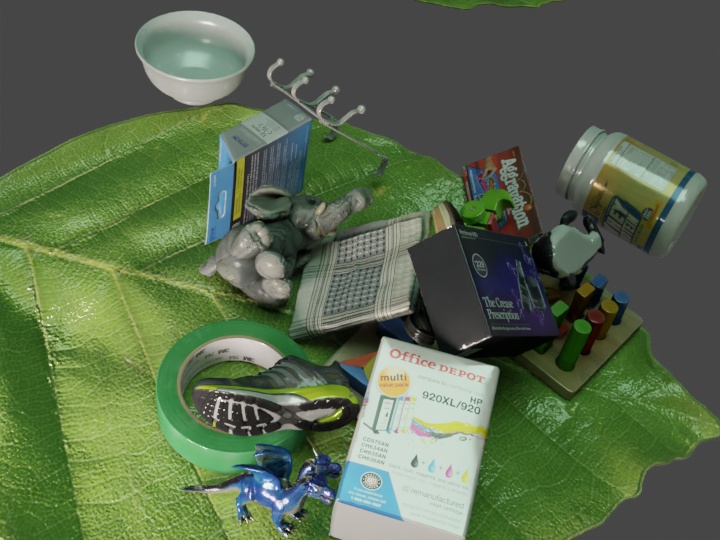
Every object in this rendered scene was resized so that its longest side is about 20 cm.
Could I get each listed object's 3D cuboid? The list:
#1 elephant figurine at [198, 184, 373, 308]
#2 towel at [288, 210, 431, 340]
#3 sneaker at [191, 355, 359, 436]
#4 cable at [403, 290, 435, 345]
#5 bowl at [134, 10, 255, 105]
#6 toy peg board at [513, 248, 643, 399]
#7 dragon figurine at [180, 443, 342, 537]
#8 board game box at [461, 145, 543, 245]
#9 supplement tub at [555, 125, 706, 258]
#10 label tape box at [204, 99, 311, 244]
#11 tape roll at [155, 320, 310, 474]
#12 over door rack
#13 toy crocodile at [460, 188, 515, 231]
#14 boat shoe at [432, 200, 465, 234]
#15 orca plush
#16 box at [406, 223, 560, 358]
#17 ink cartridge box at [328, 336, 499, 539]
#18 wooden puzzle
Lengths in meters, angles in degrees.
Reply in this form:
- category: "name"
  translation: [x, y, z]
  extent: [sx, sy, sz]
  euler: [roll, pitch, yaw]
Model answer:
- category: "elephant figurine"
  translation: [-0.103, -0.054, 1.330]
  extent: [0.154, 0.142, 0.201]
  euler: [35, 55, 2]
- category: "towel"
  translation: [0.000, 0.000, 1.297]
  extent: [0.190, 0.035, 0.202]
  euler: [-15, 38, 26]
- category: "sneaker"
  translation: [-0.102, 0.145, 1.123]
  extent: [0.196, 0.075, 0.082]
  euler: [5, 39, -17]
- category: "cable"
  translation: [0.070, 0.050, 1.297]
  extent: [0.096, 0.051, 0.201]
  euler: [24, 27, -32]
- category: "bowl"
  translation: [-0.279, -0.344, 1.592]
  extent: [0.197, 0.091, 0.203]
  euler: [6, 46, -6]
- category: "toy peg board"
  translation: [0.283, 0.041, 1.335]
  extent: [0.199, 0.099, 0.198]
  euler: [39, 52, 23]
- category: "dragon figurine"
  translation: [-0.108, 0.233, 1.061]
  extent: [0.197, 0.101, 0.059]
  euler: [13, 25, 24]
- category: "board game box"
  translation: [0.221, -0.108, 1.484]
  extent: [0.101, 0.020, 0.202]
  euler: [-19, 46, 14]
- category: "supplement tub"
  translation: [0.424, -0.127, 1.487]
  extent: [0.198, 0.146, 0.144]
  euler: [32, 49, 20]
- category: "label tape box"
  translation: [-0.166, -0.145, 1.389]
  extent: [0.066, 0.145, 0.199]
  euler: [39, 51, 24]
- category: "tape roll"
  translation: [-0.154, 0.154, 1.176]
  extent: [0.196, 0.049, 0.203]
  euler: [6, 46, -6]
- category: "over door rack"
  translation: [-0.042, -0.245, 1.465]
  extent: [0.067, 0.200, 0.148]
  euler: [-50, 53, 2]
- category: "toy crocodile"
  translation: [0.163, -0.039, 1.386]
  extent: [0.061, 0.068, 0.201]
  euler: [12, 53, 36]
- category: "boat shoe"
  translation: [0.126, 0.005, 1.290]
  extent: [0.075, 0.071, 0.203]
  euler: [-24, 69, 22]
- category: "orca plush"
  translation: [0.275, -0.037, 1.318]
  extent: [0.070, 0.107, 0.199]
  euler: [2, 23, 33]
- category: "box"
  translation: [0.156, 0.029, 1.166]
  extent: [0.199, 0.078, 0.143]
  euler: [5, 61, -55]
- category: "ink cartridge box"
  translation: [0.062, 0.208, 1.074]
  extent: [0.145, 0.145, 0.202]
  euler: [15, 59, 5]
- category: "wooden puzzle"
  translation: [0.060, 0.131, 1.242]
  extent: [0.184, 0.047, 0.200]
  euler: [33, 50, 20]
